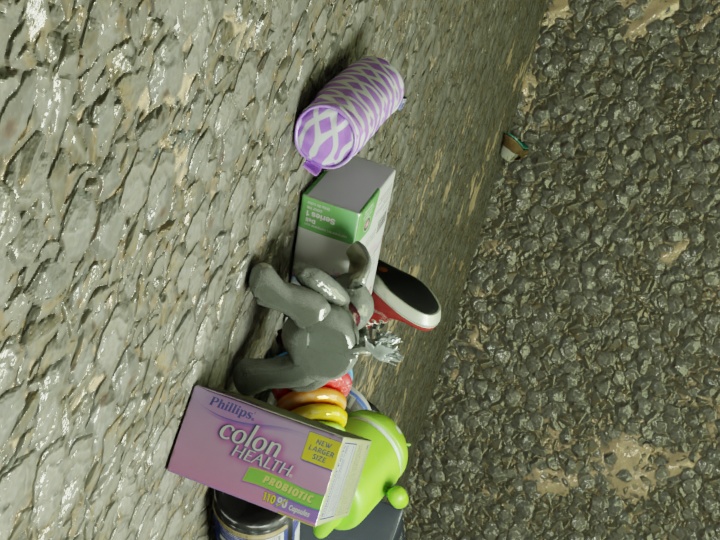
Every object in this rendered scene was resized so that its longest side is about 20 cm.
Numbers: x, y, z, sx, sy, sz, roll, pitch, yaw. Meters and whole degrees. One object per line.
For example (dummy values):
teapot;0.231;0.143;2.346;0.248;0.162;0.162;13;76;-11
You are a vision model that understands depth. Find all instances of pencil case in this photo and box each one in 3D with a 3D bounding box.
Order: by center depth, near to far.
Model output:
pencil case;-0.012;-0.189;1.266;0.086;0.084;0.200;-52;180;33

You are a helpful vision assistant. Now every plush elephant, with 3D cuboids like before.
plush elephant;-0.044;0.053;1.274;0.155;0.196;0.167;-81;176;-67

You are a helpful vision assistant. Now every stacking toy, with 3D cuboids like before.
stacking toy;-0.056;0.210;1.362;0.110;0.114;0.203;82;-1;-61

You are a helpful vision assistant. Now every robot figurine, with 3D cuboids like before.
robot figurine;-0.012;0.270;1.454;0.200;0.175;0.116;-39;160;-45

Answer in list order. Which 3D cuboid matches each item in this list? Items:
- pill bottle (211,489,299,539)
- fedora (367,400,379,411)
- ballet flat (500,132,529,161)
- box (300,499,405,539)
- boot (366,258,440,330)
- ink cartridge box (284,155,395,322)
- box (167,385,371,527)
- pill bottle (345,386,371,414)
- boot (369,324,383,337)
pill bottle;-0.132;0.333;1.367;0.202;0.110;0.113;96;17;-46
fedora;-0.020;0.279;1.853;0.200;0.090;0.204;18;90;-78
ballet flat;0.464;-0.369;3.260;0.073;0.068;0.200;-53;164;11
box;-0.037;0.433;1.745;0.199;0.197;0.125;82;29;-62
boot;0.027;0.070;1.544;0.072;0.199;0.146;-13;126;-45
ink cartridge box;-0.027;-0.029;1.398;0.145;0.083;0.203;-54;159;-56
box;-0.094;0.208;1.201;0.200;0.173;0.098;50;58;-77
pill bottle;-0.065;0.266;1.579;0.201;0.112;0.115;-57;161;-50
boot;0.000;0.000;1.692;0.188;0.067;0.203;-46;139;-67
